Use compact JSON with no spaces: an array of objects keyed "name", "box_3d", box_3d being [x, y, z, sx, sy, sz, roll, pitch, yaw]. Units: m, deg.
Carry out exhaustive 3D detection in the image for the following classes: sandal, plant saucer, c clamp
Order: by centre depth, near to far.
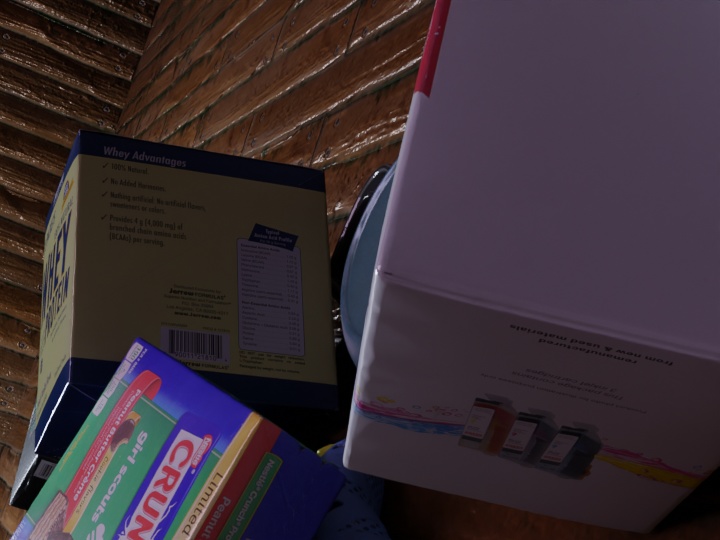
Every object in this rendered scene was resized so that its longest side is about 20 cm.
[{"name":"sandal","box_3d":[-0.003,0.180,0.791,0.086,0.080,0.201,-18,38,24]},{"name":"plant saucer","box_3d":[0.041,-0.020,0.887,0.200,0.027,0.202,-45,32,38]},{"name":"c clamp","box_3d":[0.000,0.000,1.036,0.173,0.027,0.200,-65,16,-1]}]

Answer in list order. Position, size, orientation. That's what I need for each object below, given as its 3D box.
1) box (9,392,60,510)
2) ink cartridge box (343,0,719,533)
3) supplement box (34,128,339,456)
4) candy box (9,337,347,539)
[{"name":"box","box_3d":[-0.268,0.156,1.434,0.125,0.147,0.202,-50,25,46]},{"name":"ink cartridge box","box_3d":[0.079,-0.003,0.527,0.201,0.143,0.147,101,-178,-65]},{"name":"supplement box","box_3d":[-0.133,0.028,1.015,0.134,0.197,0.202,130,142,-54]},{"name":"candy box","box_3d":[-0.118,0.149,0.803,0.170,0.077,0.199,-59,32,-7]}]
